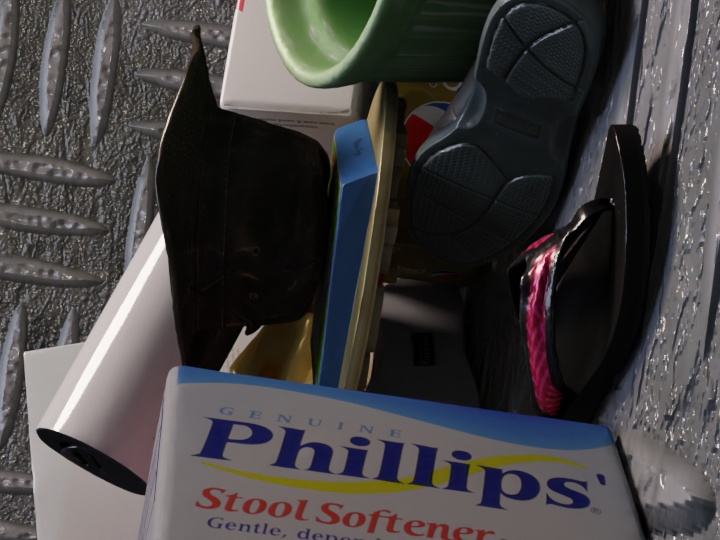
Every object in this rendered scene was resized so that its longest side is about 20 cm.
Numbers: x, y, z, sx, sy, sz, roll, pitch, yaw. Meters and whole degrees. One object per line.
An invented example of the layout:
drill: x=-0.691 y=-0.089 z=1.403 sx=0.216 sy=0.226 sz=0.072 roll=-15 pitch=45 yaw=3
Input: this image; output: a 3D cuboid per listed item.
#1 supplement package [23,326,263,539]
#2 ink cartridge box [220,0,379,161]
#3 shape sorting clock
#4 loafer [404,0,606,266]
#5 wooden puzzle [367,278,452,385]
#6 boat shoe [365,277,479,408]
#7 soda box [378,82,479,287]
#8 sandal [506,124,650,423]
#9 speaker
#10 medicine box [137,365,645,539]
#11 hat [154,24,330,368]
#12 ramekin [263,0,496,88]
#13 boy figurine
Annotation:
supplement package: x=-0.099 y=0.147 z=1.233 sx=0.147 sy=0.198 sz=0.193 roll=76 pitch=-175 yaw=-69
ink cartridge box: x=-0.025 y=-0.112 z=1.199 sx=0.200 sy=0.084 sz=0.146 roll=78 pitch=-162 yaw=-64
shape sorting clock: x=0.000 y=0.000 z=0.999 sx=0.200 sy=0.039 sz=0.202 roll=-174 pitch=90 yaw=-86
loafer: x=0.077 y=-0.078 z=0.907 sx=0.063 sy=0.072 sz=0.200 roll=-62 pitch=-2 yaw=-37
wooden puzzle: x=0.034 y=0.007 z=1.261 sx=0.200 sy=0.037 sz=0.186 roll=-170 pitch=89 yaw=-79
boat shoe: x=0.029 y=0.084 z=1.068 sx=0.200 sy=0.070 sz=0.070 roll=-89 pitch=1 yaw=-58
soda box: x=0.045 y=-0.097 z=1.123 sx=0.064 sy=0.067 sz=0.201 roll=116 pitch=161 yaw=-71
sandal: x=0.079 y=0.026 z=0.787 sx=0.075 sy=0.045 sz=0.201 roll=-89 pitch=10 yaw=-47
speaker: x=-0.113 y=0.031 z=1.131 sx=0.201 sy=0.081 sz=0.081 roll=-62 pitch=0 yaw=-20
medicine box: x=0.008 y=0.135 z=0.680 sx=0.200 sy=0.181 sz=0.104 roll=-96 pitch=16 yaw=-63
hat: x=-0.055 y=-0.027 z=1.005 sx=0.201 sy=0.080 sz=0.202 roll=3 pitch=-90 yaw=-86
ramekin: x=0.028 y=-0.187 z=0.949 sx=0.200 sy=0.097 sz=0.202 roll=-177 pitch=90 yaw=-67
boy figurine: x=-0.042 y=0.063 z=1.126 sx=0.124 sy=0.064 sz=0.201 roll=14 pitch=74 yaw=59
